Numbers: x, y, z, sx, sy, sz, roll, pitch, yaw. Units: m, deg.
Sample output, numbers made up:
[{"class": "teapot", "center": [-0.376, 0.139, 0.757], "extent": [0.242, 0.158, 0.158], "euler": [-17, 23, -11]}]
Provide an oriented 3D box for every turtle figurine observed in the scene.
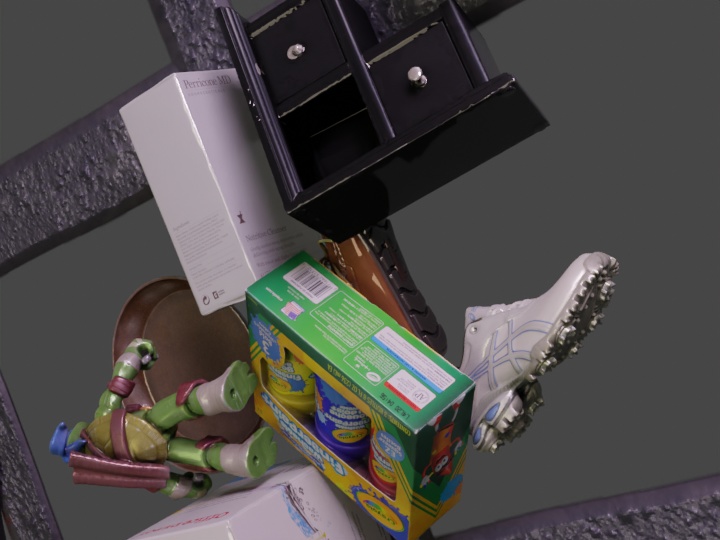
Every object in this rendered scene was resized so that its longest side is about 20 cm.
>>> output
[{"class": "turtle figurine", "center": [-0.164, 0.134, 1.065], "extent": [0.193, 0.200, 0.145], "euler": [-8, 73, 30]}]

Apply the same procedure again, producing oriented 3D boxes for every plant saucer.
[{"class": "plant saucer", "center": [-0.164, 0.102, 1.150], "extent": [0.199, 0.034, 0.202], "euler": [8, 104, 32]}]

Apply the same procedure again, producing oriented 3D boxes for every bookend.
[{"class": "bookend", "center": [0.014, -0.160, 0.914], "extent": [0.199, 0.092, 0.200], "euler": [-28, 66, 17]}]

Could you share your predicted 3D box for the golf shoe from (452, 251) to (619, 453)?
[{"class": "golf shoe", "center": [0.123, 0.051, 0.926], "extent": [0.097, 0.078, 0.201], "euler": [45, 120, 24]}]

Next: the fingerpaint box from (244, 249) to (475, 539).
[{"class": "fingerpaint box", "center": [-0.006, 0.108, 0.969], "extent": [0.200, 0.073, 0.168], "euler": [38, 147, 29]}]

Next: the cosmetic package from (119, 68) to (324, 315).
[{"class": "cosmetic package", "center": [-0.120, -0.074, 1.034], "extent": [0.081, 0.113, 0.201], "euler": [-22, 91, 35]}]

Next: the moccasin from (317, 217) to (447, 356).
[{"class": "moccasin", "center": [0.001, 0.000, 1.000], "extent": [0.077, 0.074, 0.202], "euler": [-27, 96, 26]}]

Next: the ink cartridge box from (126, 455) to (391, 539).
[{"class": "ink cartridge box", "center": [-0.086, 0.266, 1.035], "extent": [0.147, 0.200, 0.146], "euler": [-20, 90, 35]}]

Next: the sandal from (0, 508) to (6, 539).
[{"class": "sandal", "center": [-0.463, 0.304, 1.386], "extent": [0.075, 0.045, 0.202], "euler": [6, 104, 32]}]
